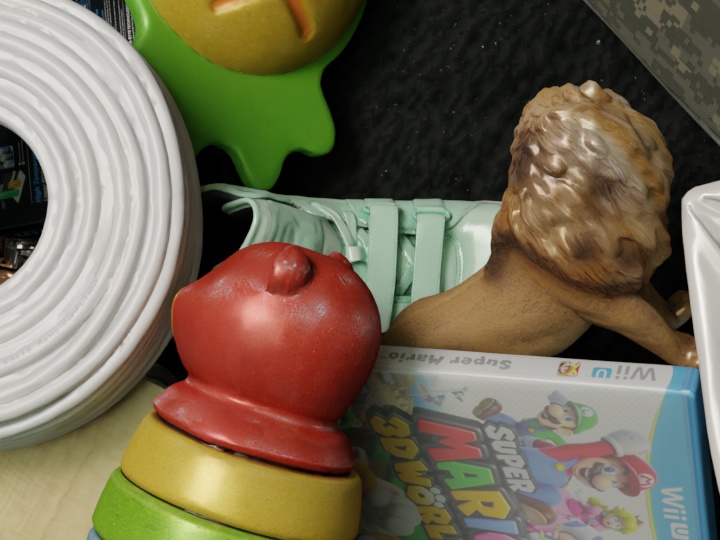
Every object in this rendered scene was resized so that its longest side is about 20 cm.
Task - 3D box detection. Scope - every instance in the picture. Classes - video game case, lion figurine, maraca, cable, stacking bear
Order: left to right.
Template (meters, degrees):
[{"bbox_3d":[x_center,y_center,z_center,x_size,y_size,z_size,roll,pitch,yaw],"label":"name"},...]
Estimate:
[{"bbox_3d":[-0.164,-0.025,0.818,0.199,0.069,0.201,12,80,3],"label":"cable"},{"bbox_3d":[-0.051,0.086,0.779,0.113,0.121,0.201,19,95,24],"label":"stacking bear"},{"bbox_3d":[-0.054,-0.138,0.905,0.107,0.136,0.201,-15,66,61],"label":"maraca"},{"bbox_3d":[0.049,0.090,0.847,0.199,0.144,0.018,3,41,19],"label":"video game case"},{"bbox_3d":[0.064,0.017,0.827,0.122,0.073,0.200,36,116,-23],"label":"lion figurine"}]

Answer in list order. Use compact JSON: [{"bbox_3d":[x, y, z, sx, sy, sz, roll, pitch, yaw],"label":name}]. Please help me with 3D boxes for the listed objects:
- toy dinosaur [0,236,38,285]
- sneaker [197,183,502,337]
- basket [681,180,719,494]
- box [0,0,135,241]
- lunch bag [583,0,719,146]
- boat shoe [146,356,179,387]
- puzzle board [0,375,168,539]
[{"bbox_3d":[-0.180,0.023,0.936,0.200,0.135,0.103,-24,82,45],"label":"toy dinosaur"},{"bbox_3d":[0.000,0.000,0.873,0.199,0.118,0.074,-2,81,17],"label":"sneaker"},{"bbox_3d":[0.239,0.023,0.787,0.199,0.123,0.136,-10,80,17],"label":"basket"},{"bbox_3d":[-0.166,-0.115,0.981,0.158,0.046,0.201,-9,81,18],"label":"box"},{"bbox_3d":[0.186,-0.157,0.817,0.167,0.140,0.200,-33,70,-23],"label":"lunch bag"},{"bbox_3d":[-0.180,0.084,0.952,0.199,0.072,0.068,-29,51,8],"label":"boat shoe"},{"bbox_3d":[-0.176,0.114,0.847,0.150,0.017,0.201,27,86,4],"label":"puzzle board"}]
